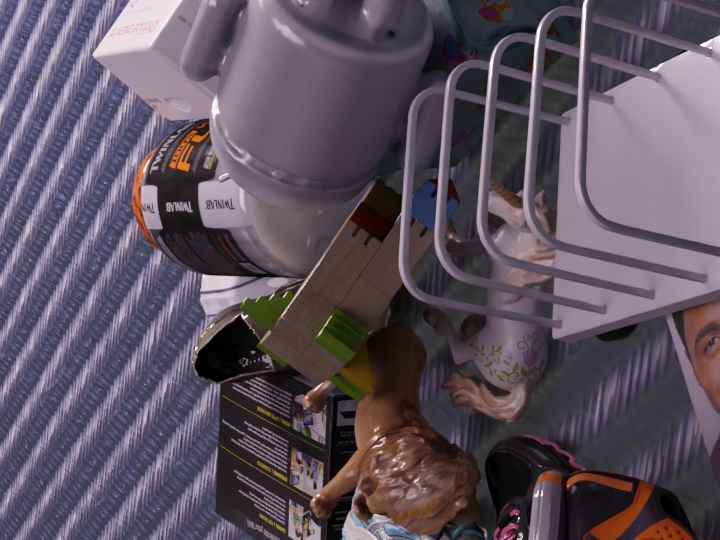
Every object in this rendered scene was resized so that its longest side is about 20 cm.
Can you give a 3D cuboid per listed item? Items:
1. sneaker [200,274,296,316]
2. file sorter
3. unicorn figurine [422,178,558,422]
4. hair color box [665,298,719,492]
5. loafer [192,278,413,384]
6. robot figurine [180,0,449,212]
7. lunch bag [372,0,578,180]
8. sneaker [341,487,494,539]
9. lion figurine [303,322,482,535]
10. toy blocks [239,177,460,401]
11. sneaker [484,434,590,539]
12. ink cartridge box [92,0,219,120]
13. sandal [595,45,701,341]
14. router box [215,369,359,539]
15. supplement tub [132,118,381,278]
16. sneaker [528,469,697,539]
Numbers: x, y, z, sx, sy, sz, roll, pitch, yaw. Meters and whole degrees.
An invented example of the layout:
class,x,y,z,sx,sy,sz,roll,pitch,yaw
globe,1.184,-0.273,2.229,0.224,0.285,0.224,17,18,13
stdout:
class,x,y,z,sx,sy,sz,roll,pitch,yaw
sneaker,-0.087,-0.004,1.495,0.200,0.073,0.071,-11,90,61
file sorter,0.118,-0.055,0.978,0.200,0.124,0.139,-24,58,61
unicorn figurine,0.093,0.006,1.193,0.137,0.074,0.201,32,137,60
hair color box,0.227,0.067,0.955,0.102,0.061,0.201,-47,50,51
loafer,-0.047,0.046,1.374,0.200,0.070,0.075,-26,101,35
robot figurine,-0.026,-0.117,1.131,0.113,0.169,0.200,-65,1,-50
lunch bag,0.029,-0.188,1.224,0.170,0.122,0.200,-44,64,49
sneaker,0.046,0.176,1.265,0.200,0.077,0.087,17,102,59
lion figurine,0.020,0.096,1.243,0.122,0.072,0.200,-43,46,38
toy blocks,0.000,0.000,1.207,0.137,0.100,0.200,-55,2,-12
sneaker,0.108,0.188,1.134,0.079,0.095,0.200,-62,39,45
ink cartridge box,-0.099,-0.219,1.403,0.200,0.084,0.145,-57,23,-12
sandal,0.165,-0.039,1.080,0.075,0.045,0.200,60,139,44
router box,-0.052,0.147,1.459,0.200,0.051,0.150,20,109,59
supplement tub,-0.084,-0.056,1.373,0.200,0.122,0.123,1,91,56
sneaker,0.146,0.214,1.027,0.078,0.112,0.201,34,-120,-79
